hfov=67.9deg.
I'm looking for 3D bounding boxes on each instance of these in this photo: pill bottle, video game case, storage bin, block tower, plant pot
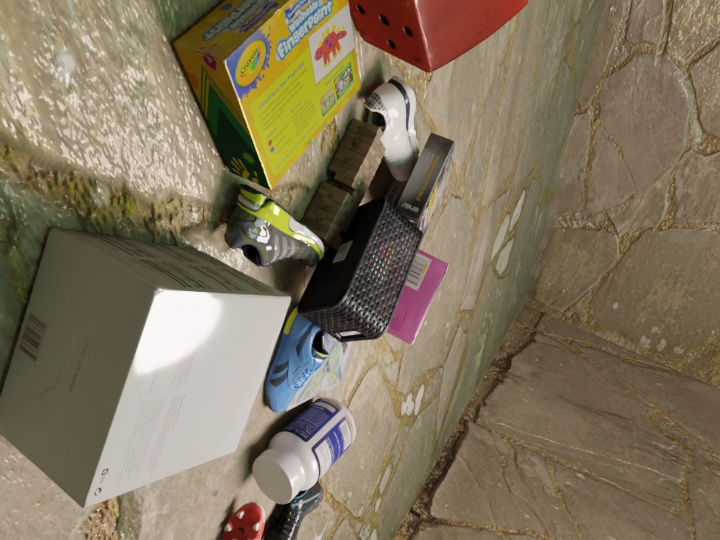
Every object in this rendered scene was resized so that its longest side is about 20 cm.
[{"bbox_3d":[-0.104,0.337,1.012,0.199,0.114,0.118,-29,137,-53],"label":"pill bottle"},{"bbox_3d":[-0.070,0.161,1.039,0.199,0.022,0.186,-9,119,-63],"label":"video game case"},{"bbox_3d":[0.000,0.000,0.844,0.093,0.134,0.203,36,62,-25],"label":"storage bin"},{"bbox_3d":[-0.026,-0.130,0.835,0.203,0.053,0.058,-64,157,-4],"label":"block tower"},{"bbox_3d":[0.083,-0.385,0.686,0.177,0.199,0.200,-51,154,-6],"label":"plant pot"}]

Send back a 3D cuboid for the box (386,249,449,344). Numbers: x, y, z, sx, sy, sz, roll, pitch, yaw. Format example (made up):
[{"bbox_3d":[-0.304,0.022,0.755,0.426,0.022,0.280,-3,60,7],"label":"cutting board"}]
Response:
[{"bbox_3d":[0.105,0.058,1.157,0.179,0.095,0.200,-64,173,-5],"label":"box"}]

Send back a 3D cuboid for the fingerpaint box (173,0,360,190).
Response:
[{"bbox_3d":[-0.089,-0.225,0.596,0.201,0.072,0.168,-55,154,-25],"label":"fingerpaint box"}]

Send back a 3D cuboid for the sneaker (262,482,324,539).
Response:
[{"bbox_3d":[-0.156,0.522,1.144,0.201,0.072,0.083,-52,137,-42],"label":"sneaker"}]

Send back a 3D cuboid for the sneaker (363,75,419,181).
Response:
[{"bbox_3d":[0.048,-0.224,0.904,0.080,0.076,0.202,-41,145,-19],"label":"sneaker"}]

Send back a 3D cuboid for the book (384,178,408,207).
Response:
[{"bbox_3d":[0.061,-0.081,1.073,0.202,0.047,0.134,-61,153,-16],"label":"book"}]

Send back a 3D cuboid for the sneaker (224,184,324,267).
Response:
[{"bbox_3d":[-0.117,-0.041,0.722,0.082,0.073,0.200,-55,149,-2],"label":"sneaker"}]

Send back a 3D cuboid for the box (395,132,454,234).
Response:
[{"bbox_3d":[0.114,-0.130,0.991,0.200,0.048,0.161,82,32,-72],"label":"box"}]

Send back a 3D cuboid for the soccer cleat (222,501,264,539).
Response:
[{"bbox_3d":[-0.219,0.505,0.990,0.203,0.068,0.085,-69,165,12],"label":"soccer cleat"}]

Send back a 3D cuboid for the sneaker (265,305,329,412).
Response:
[{"bbox_3d":[-0.103,0.162,0.906,0.066,0.077,0.204,-9,121,-64],"label":"sneaker"}]

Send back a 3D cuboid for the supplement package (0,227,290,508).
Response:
[{"bbox_3d":[-0.206,0.083,0.535,0.199,0.145,0.195,10,102,-65],"label":"supplement package"}]
